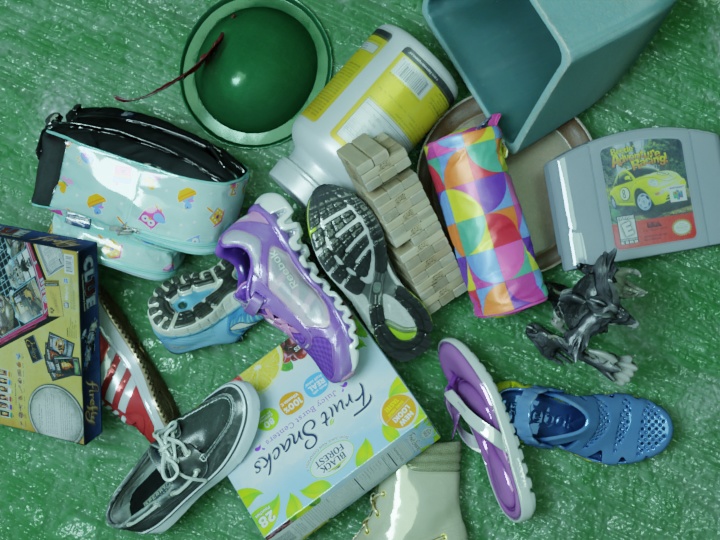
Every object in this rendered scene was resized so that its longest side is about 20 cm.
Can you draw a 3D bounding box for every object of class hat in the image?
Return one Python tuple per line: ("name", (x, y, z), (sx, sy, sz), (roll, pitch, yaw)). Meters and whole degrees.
("hat", (-0.120, -0.213, 1.289), (0.164, 0.176, 0.201), (26, 86, 2))

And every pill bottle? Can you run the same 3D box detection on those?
("pill bottle", (0.000, -0.148, 1.317), (0.112, 0.112, 0.200), (42, 87, 3))

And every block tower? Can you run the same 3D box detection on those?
("block tower", (0.046, -0.046, 1.283), (0.054, 0.058, 0.201), (-33, 123, -8))

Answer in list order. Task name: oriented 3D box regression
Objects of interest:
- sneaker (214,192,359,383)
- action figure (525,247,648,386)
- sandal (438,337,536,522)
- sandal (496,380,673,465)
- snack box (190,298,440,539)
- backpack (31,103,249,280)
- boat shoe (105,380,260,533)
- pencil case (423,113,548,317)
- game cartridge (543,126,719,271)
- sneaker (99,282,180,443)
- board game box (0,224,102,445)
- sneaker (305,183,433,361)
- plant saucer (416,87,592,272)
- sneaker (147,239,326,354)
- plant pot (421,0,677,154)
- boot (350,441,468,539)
("sneaker", (-0.076, 0.028, 1.240), (0.088, 0.080, 0.201), (-27, 83, -30))
("action figure", (0.235, 0.045, 1.258), (0.101, 0.200, 0.120), (18, 82, -8))
("sandal", (0.120, 0.163, 1.295), (0.049, 0.083, 0.204), (-18, 74, -24))
("sandal", (0.226, 0.159, 1.307), (0.198, 0.087, 0.080), (4, 84, -1))
("snack box", (-0.047, 0.156, 1.286), (0.199, 0.068, 0.169), (-36, 59, -1))
("backpack", (-0.217, -0.076, 1.285), (0.198, 0.176, 0.155), (10, 103, 2))
("boat shoe", (-0.179, 0.183, 1.250), (0.199, 0.068, 0.074), (-44, 59, 20))
("pencil case", (0.130, -0.053, 1.281), (0.088, 0.088, 0.202), (-15, 92, -1))
("game cartridge", (0.294, -0.080, 1.326), (0.198, 0.041, 0.135), (-10, 85, -14))
("sneaker", (-0.269, 0.126, 1.321), (0.112, 0.071, 0.201), (-30, 87, 1))
("board game box", (-0.321, 0.061, 1.247), (0.134, 0.035, 0.202), (10, 110, 20))
("sneaker", (0.000, 0.000, 1.294), (0.073, 0.081, 0.201), (-31, 109, -8))
("plant saucer", (0.157, -0.092, 1.351), (0.198, 0.034, 0.203), (0, 85, -1))
("sneaker", (-0.128, 0.028, 1.330), (0.198, 0.090, 0.079), (-21, 58, -17))
("plant pot", (0.210, -0.274, 1.280), (0.199, 0.197, 0.197), (-24, 74, -19))
("boot", (0.014, 0.252, 1.309), (0.198, 0.072, 0.156), (-4, 86, -5))
